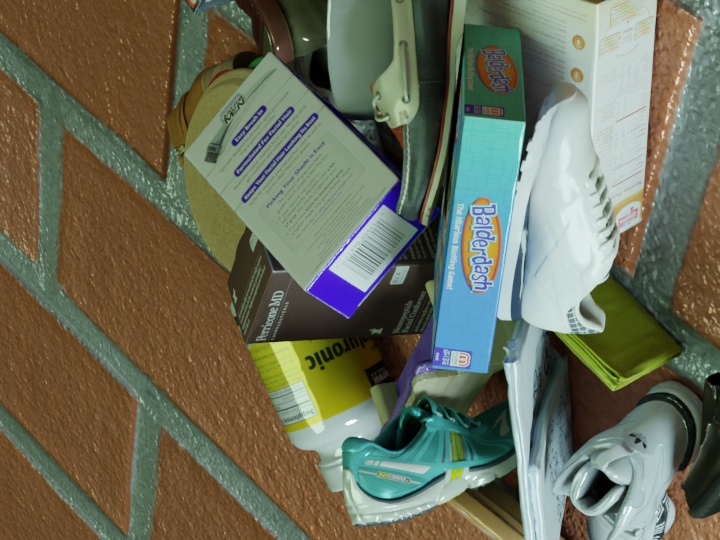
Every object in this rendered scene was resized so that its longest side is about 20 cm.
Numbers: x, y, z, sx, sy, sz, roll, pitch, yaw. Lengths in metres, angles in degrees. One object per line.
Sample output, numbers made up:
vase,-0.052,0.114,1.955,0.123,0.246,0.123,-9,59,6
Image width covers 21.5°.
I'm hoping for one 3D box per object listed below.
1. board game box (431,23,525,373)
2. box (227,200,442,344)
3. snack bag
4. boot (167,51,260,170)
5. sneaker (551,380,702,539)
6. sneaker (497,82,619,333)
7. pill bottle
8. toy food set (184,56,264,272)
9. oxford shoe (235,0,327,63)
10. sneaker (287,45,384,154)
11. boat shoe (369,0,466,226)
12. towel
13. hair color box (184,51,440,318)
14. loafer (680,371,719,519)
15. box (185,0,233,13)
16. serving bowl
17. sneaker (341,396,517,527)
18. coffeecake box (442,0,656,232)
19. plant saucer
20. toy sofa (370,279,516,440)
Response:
board game box,0.082,-0.052,1.351,0.045,0.152,0.201,5,122,0
box,0.000,0.000,1.570,0.100,0.199,0.075,112,148,-47
snack bag,0.143,0.112,1.493,0.021,0.189,0.201,-2,114,14
boot,-0.111,-0.093,1.783,0.155,0.073,0.201,-29,75,54
sneaker,0.198,0.179,1.497,0.075,0.115,0.200,42,139,24
sneaker,0.150,-0.043,1.358,0.080,0.076,0.201,16,129,15
pill bottle,-0.033,0.097,1.759,0.111,0.111,0.201,-21,94,55
toy food set,-0.087,-0.084,1.648,0.198,0.048,0.201,43,131,35
oxford shoe,-0.073,-0.256,1.640,0.071,0.074,0.201,90,160,-56
sneaker,-0.013,-0.117,1.639,0.201,0.075,0.087,59,139,8
boat shoe,0.038,-0.133,1.335,0.071,0.062,0.201,-107,23,-88
towel,0.158,0.005,1.472,0.200,0.086,0.018,48,139,22
hair color box,-0.040,-0.068,1.449,0.109,0.065,0.200,-49,49,7
loafer,0.284,0.104,1.391,0.071,0.073,0.200,54,140,32
box,-0.084,-0.292,1.506,0.137,0.199,0.038,57,144,12
serving bowl,0.033,-0.210,1.441,0.065,0.200,0.201,7,122,13
sneaker,0.065,0.137,1.497,0.077,0.199,0.080,-9,98,48
coffeecake box,0.137,-0.137,1.421,0.153,0.073,0.201,28,131,39
plant saucer,0.131,0.220,1.605,0.200,0.038,0.200,39,174,5
toy sofa,0.056,0.089,1.581,0.200,0.097,0.083,115,142,-56
